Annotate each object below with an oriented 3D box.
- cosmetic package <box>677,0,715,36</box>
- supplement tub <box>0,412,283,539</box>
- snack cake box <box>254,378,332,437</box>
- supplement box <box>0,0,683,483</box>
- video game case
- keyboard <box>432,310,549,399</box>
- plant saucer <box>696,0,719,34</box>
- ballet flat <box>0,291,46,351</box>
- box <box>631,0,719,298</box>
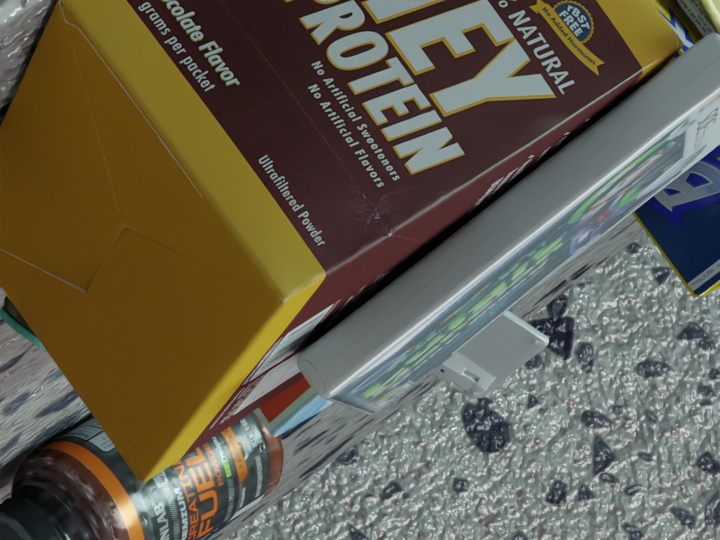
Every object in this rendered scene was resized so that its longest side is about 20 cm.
[{"bbox_3d":[0.194,-0.172,1.386,0.071,0.105,0.200,-30,171,-39],"label":"cosmetic package"},{"bbox_3d":[-0.151,0.143,1.718,0.200,0.107,0.107,-31,171,-38],"label":"supplement tub"},{"bbox_3d":[-0.003,-0.019,1.371,0.200,0.115,0.067,-42,171,35],"label":"snack cake box"},{"bbox_3d":[-0.021,-0.051,1.025,0.200,0.133,0.197,-33,171,-29],"label":"supplement box"},{"bbox_3d":[0.068,-0.012,1.068,0.200,0.023,0.182,-38,172,1],"label":"video game case"},{"bbox_3d":[0.000,0.000,1.304,0.056,0.200,0.011,-45,-155,30],"label":"keyboard"},{"bbox_3d":[0.222,-0.169,1.242,0.200,0.200,0.048,-44,-154,-18],"label":"plant saucer"},{"bbox_3d":[-0.120,0.014,1.270,0.067,0.067,0.200,-57,171,-3],"label":"ballet flat"},{"bbox_3d":[0.124,-0.088,1.203,0.064,0.200,0.070,-38,173,19],"label":"box"}]
